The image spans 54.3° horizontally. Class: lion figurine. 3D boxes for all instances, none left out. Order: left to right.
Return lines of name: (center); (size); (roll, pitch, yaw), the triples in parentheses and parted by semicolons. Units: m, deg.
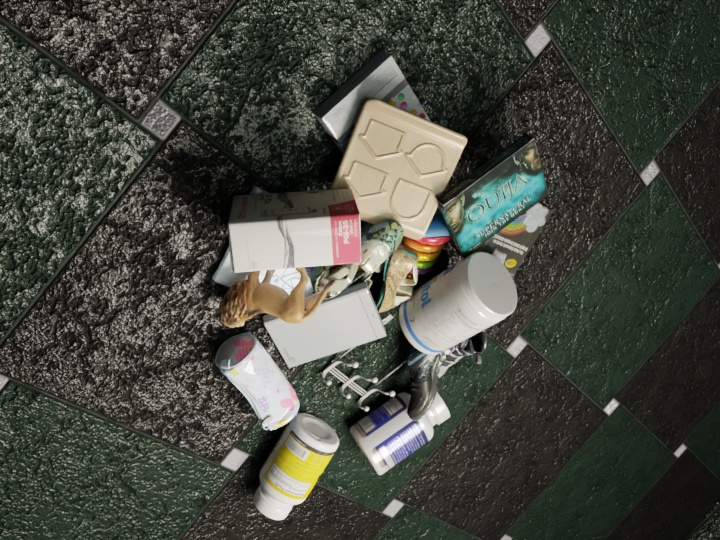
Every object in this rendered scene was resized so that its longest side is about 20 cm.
lion figurine: (-0.143, 0.050, 1.168); (0.072, 0.199, 0.123); (48, 57, -55)

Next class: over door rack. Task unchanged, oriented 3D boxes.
over door rack: (0.035, 0.187, 1.429); (0.200, 0.067, 0.148); (-46, 130, 1)

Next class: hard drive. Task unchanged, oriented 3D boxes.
hard drive: (-0.064, 0.103, 1.303); (0.199, 0.027, 0.132); (-18, 130, 5)

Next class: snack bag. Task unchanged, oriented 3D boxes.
snack bag: (-0.143, -0.032, 1.231); (0.199, 0.021, 0.190); (19, 105, -33)

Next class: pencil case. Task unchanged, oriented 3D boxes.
pencil case: (-0.190, 0.207, 1.299); (0.091, 0.083, 0.201); (-48, 132, -27)

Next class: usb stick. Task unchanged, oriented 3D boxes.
usb stick: (0.148, 0.049, 1.427); (0.055, 0.033, 0.202); (-3, 116, -7)

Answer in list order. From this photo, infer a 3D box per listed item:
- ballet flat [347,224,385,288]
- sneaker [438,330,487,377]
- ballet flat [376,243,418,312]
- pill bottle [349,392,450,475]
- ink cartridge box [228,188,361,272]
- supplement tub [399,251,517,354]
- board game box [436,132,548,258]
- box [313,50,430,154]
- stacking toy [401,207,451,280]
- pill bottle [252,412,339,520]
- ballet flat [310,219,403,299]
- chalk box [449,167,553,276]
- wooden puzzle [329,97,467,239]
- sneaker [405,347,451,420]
ballet flat: (0.000, 0.000, 1.310); (0.068, 0.068, 0.201); (6, 124, -43)
sneaker: (0.207, 0.167, 1.469); (0.077, 0.140, 0.201); (4, 114, -32)
ballet flat: (0.071, 0.025, 1.311); (0.065, 0.071, 0.200); (15, 149, 4)
pill bottle: (0.088, 0.334, 1.509); (0.199, 0.120, 0.120); (-33, 128, -9)
ink cartridge box: (-0.104, -0.066, 1.102); (0.198, 0.147, 0.083); (-4, 113, -5)
supplement tub: (0.178, 0.064, 1.309); (0.131, 0.133, 0.200); (13, 146, -34)
board game box: (0.233, -0.129, 1.225); (0.199, 0.028, 0.136); (-37, 133, -7)
box: (0.035, -0.244, 1.202); (0.156, 0.041, 0.200); (-41, 130, -2)
stacking toy: (0.109, -0.034, 1.336); (0.109, 0.116, 0.201); (-6, 130, -26)
pill bottle: (-0.137, 0.400, 1.422); (0.111, 0.111, 0.201); (23, 104, -37)
ballet flat: (-0.005, -0.010, 1.210); (0.200, 0.075, 0.074); (-36, 133, 26)
chalk box: (0.253, -0.074, 1.372); (0.124, 0.124, 0.201); (19, 107, -37)
wooden puzzle: (0.057, -0.169, 1.178); (0.184, 0.046, 0.201); (19, 112, -14)
sneaker: (0.123, 0.205, 1.434); (0.081, 0.073, 0.202); (17, 91, -6)
